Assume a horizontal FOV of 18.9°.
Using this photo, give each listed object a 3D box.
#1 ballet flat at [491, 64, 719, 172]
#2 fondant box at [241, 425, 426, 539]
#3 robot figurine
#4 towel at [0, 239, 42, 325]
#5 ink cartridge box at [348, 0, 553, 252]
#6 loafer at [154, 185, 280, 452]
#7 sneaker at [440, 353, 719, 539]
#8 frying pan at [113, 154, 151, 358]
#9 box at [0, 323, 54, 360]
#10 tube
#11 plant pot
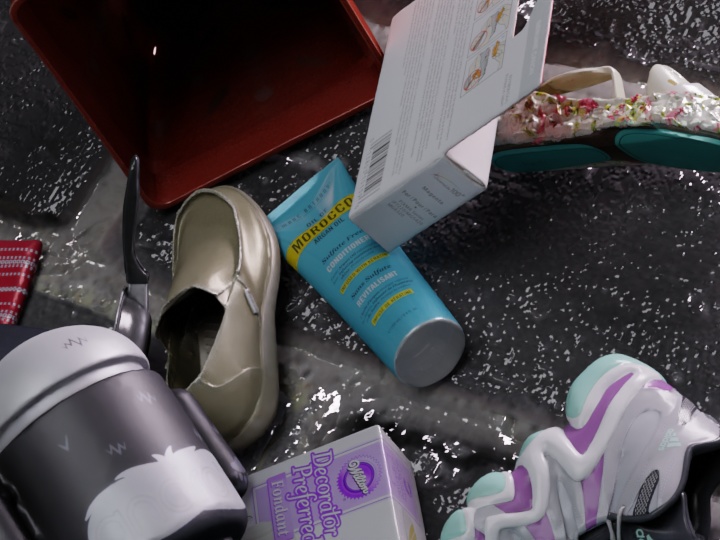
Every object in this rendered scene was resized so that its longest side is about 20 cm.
[{"bbox_3d":[0.166,-0.098,1.355,0.198,0.076,0.065,2,74,28],"label":"ballet flat"},{"bbox_3d":[-0.056,0.196,1.290,0.198,0.058,0.145,-22,51,13],"label":"fondant box"},{"bbox_3d":[-0.144,0.128,1.247,0.124,0.150,0.201,-37,73,5],"label":"robot figurine"},{"bbox_3d":[-0.318,0.062,1.549,0.143,0.023,0.201,3,60,29],"label":"towel"},{"bbox_3d":[0.076,-0.130,1.384,0.173,0.043,0.201,-32,32,37],"label":"ink cartridge box"},{"bbox_3d":[-0.096,0.020,1.414,0.075,0.068,0.201,-35,47,28],"label":"loafer"},{"bbox_3d":[0.136,0.149,1.204,0.139,0.078,0.200,31,77,40],"label":"sneaker"},{"bbox_3d":[-0.150,0.032,1.416,0.031,0.115,0.192,9,76,-3],"label":"frying pan"},{"bbox_3d":[-0.272,0.139,1.360,0.198,0.118,0.198,7,58,-2],"label":"box"},{"bbox_3d":[0.000,0.000,1.406,0.077,0.051,0.200,-36,43,-5],"label":"tube"},{"bbox_3d":[-0.113,-0.203,1.516,0.199,0.200,0.177,-25,38,11],"label":"plant pot"}]
